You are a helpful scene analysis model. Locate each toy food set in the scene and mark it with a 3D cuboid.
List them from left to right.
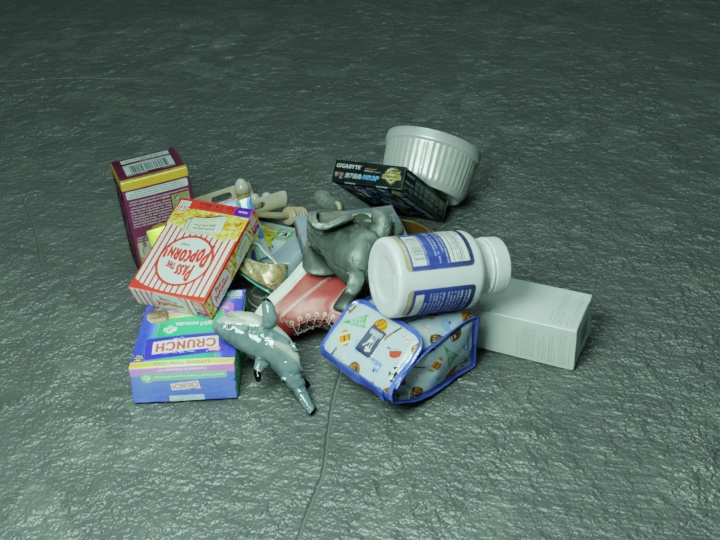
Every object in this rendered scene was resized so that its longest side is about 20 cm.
[{"bbox_3d":[-0.251,-0.144,1.890,0.142,0.061,0.199,-20,17,-24],"label":"toy food set"}]

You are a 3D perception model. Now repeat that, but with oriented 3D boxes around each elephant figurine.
[{"bbox_3d":[-0.040,-0.051,1.519,0.198,0.143,0.155,23,1,23],"label":"elephant figurine"}]

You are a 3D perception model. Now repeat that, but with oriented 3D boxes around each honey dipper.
[{"bbox_3d":[-0.175,-0.107,1.810,0.038,0.039,0.199,20,14,32],"label":"honey dipper"}]

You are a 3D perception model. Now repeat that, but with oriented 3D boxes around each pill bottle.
[{"bbox_3d":[0.122,0.002,1.411,0.197,0.121,0.120,-5,31,-23],"label":"pill bottle"}]

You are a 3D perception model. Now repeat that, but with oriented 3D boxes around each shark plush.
[{"bbox_3d":[-0.141,0.142,1.442,0.083,0.201,0.091,-34,-1,-34],"label":"shark plush"}]

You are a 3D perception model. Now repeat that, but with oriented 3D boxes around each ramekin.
[{"bbox_3d":[0.135,-0.204,1.870,0.197,0.107,0.200,15,-8,2],"label":"ramekin"}]

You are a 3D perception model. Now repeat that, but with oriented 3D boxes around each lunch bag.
[{"bbox_3d":[0.060,0.113,1.450,0.199,0.126,0.169,-29,41,-33],"label":"lunch bag"}]

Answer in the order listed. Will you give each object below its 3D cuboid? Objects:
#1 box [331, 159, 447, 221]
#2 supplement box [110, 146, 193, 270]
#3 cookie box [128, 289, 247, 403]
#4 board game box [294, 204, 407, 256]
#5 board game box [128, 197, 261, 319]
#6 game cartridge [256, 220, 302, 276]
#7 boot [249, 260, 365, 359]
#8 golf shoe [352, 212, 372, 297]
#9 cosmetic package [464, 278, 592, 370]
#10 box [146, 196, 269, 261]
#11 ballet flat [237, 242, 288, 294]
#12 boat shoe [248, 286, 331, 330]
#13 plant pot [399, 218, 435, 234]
[{"bbox_3d":[0.058,-0.154,1.806,0.157,0.047,0.199,11,-9,31],"label":"box"},{"bbox_3d":[-0.382,-0.111,1.763,0.129,0.203,0.103,-16,34,-19],"label":"supplement box"},{"bbox_3d":[-0.273,0.120,1.517,0.168,0.076,0.201,-3,34,0],"label":"cookie box"},{"bbox_3d":[-0.011,-0.047,1.722,0.196,0.042,0.201,-7,33,-10],"label":"board game box"},{"bbox_3d":[-0.276,-0.024,1.567,0.149,0.047,0.202,9,56,22],"label":"board game box"},{"bbox_3d":[-0.188,-0.044,1.796,0.197,0.041,0.134,12,40,23],"label":"game cartridge"},{"bbox_3d":[-0.087,0.086,1.521,0.143,0.073,0.201,33,74,28],"label":"boot"},{"bbox_3d":[0.000,0.000,1.601,0.087,0.077,0.203,9,77,10],"label":"golf shoe"},{"bbox_3d":[0.268,0.079,1.524,0.197,0.082,0.113,12,36,25],"label":"cosmetic package"},{"bbox_3d":[-0.274,-0.047,1.696,0.197,0.124,0.048,-20,5,-5],"label":"box"},{"bbox_3d":[-0.206,-0.025,1.625,0.198,0.066,0.070,28,0,17],"label":"ballet flat"},{"bbox_3d":[-0.112,0.047,1.628,0.197,0.058,0.067,16,38,27],"label":"boat shoe"},{"bbox_3d":[0.063,-0.049,1.786,0.196,0.028,0.201,-2,33,1],"label":"plant pot"}]
